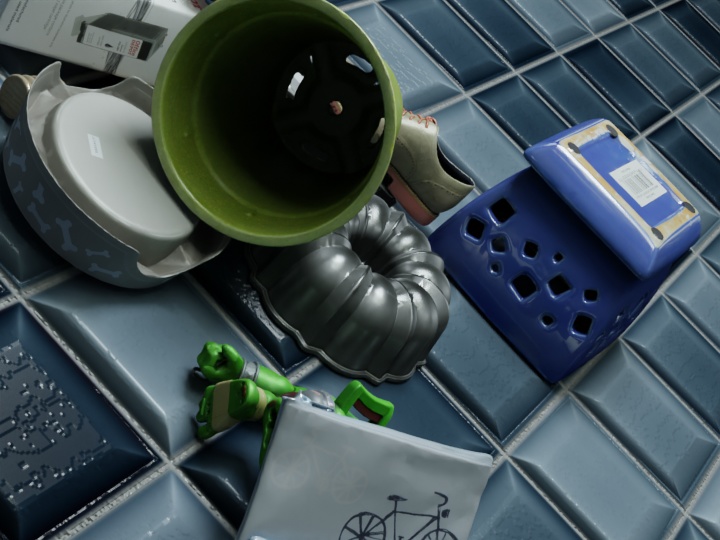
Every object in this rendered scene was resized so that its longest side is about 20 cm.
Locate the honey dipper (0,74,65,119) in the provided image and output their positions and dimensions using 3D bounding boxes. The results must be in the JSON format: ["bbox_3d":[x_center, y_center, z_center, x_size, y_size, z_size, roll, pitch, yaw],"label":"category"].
[{"bbox_3d":[-0.224,-0.148,1.249,0.200,0.038,0.038,-6,55,-53],"label":"honey dipper"}]

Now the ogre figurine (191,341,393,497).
[{"bbox_3d":[-0.037,0.122,1.056,0.120,0.098,0.200,22,-8,-38],"label":"ogre figurine"}]

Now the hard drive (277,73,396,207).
[{"bbox_3d":[-0.038,-0.159,1.408,0.200,0.038,0.140,45,25,-33],"label":"hard drive"}]

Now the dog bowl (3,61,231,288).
[{"bbox_3d":[-0.195,-0.073,1.147,0.200,0.059,0.200,34,34,-26],"label":"dog bowl"}]

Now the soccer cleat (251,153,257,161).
[{"bbox_3d":[-0.116,-0.123,1.322,0.084,0.065,0.200,40,28,-33],"label":"soccer cleat"}]

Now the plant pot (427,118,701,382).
[{"bbox_3d":[0.221,-0.034,1.461,0.200,0.180,0.200,47,32,11],"label":"plant pot"}]

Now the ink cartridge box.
[{"bbox_3d":[-0.245,-0.250,1.286,0.200,0.083,0.147,11,32,-40],"label":"ink cartridge box"}]

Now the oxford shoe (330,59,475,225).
[{"bbox_3d":[0.035,-0.138,1.386,0.200,0.075,0.070,50,23,-24],"label":"oxford shoe"}]

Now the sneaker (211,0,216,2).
[{"bbox_3d":[-0.111,-0.259,1.351,0.082,0.077,0.200,58,6,-15],"label":"sneaker"}]

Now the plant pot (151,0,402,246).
[{"bbox_3d":[-0.044,-0.133,1.197,0.200,0.200,0.190,45,18,5],"label":"plant pot"}]

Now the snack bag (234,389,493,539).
[{"bbox_3d":[-0.002,0.196,0.953,0.188,0.200,0.021,20,-2,-32],"label":"snack bag"}]

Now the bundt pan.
[{"bbox_3d":[0.000,0.000,1.277,0.202,0.076,0.202,28,35,-22],"label":"bundt pan"}]
